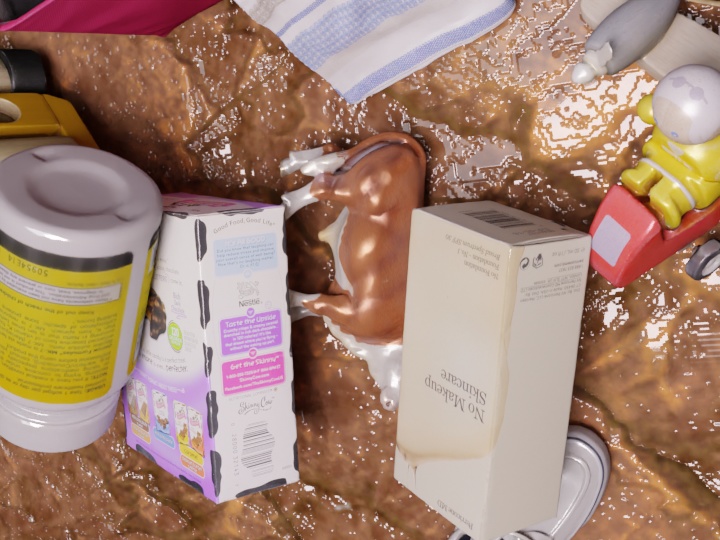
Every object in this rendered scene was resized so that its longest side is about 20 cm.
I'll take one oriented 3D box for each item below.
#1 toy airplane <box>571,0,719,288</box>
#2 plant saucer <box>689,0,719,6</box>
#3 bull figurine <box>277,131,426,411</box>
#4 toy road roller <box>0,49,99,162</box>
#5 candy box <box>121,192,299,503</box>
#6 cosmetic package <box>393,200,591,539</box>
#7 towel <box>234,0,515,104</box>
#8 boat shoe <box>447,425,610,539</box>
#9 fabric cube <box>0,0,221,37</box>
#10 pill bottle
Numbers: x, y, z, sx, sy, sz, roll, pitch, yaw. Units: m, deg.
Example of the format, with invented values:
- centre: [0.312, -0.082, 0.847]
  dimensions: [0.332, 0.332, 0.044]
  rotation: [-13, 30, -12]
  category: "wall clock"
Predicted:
- centre: [0.222, -0.094, 0.598]
  dimensions: [0.199, 0.141, 0.200]
  rotation: [-4, 80, 35]
  category: "toy airplane"
- centre: [0.239, -0.228, 0.585]
  dimensions: [0.199, 0.035, 0.201]
  rotation: [-9, 65, 21]
  category: "plant saucer"
- centre: [0.000, 0.000, 0.737]
  dimensions: [0.121, 0.065, 0.201]
  rotation: [1, 97, 1]
  category: "bull figurine"
- centre: [-0.297, -0.076, 0.795]
  dimensions: [0.200, 0.122, 0.146]
  rotation: [50, 132, 31]
  category: "toy road roller"
- centre: [-0.121, 0.047, 0.752]
  dimensions: [0.167, 0.071, 0.201]
  rotation: [12, 108, 54]
  category: "candy box"
- centre: [0.084, 0.063, 0.676]
  dimensions: [0.103, 0.073, 0.201]
  rotation: [25, 117, 52]
  category: "cosmetic package"
- centre: [0.002, -0.182, 0.644]
  dimensions: [0.146, 0.200, 0.024]
  rotation: [-25, 61, 21]
  category: "towel"
- centre: [0.108, 0.199, 0.741]
  dimensions: [0.073, 0.065, 0.200]
  rotation: [38, 111, 10]
  category: "boat shoe"
- centre: [-0.148, -0.285, 0.669]
  dimensions: [0.199, 0.199, 0.197]
  rotation: [-23, 93, 23]
  category: "fabric cube"
- centre: [-0.208, 0.025, 0.708]
  dimensions: [0.114, 0.114, 0.201]
  rotation: [27, 124, 14]
  category: "pill bottle"
